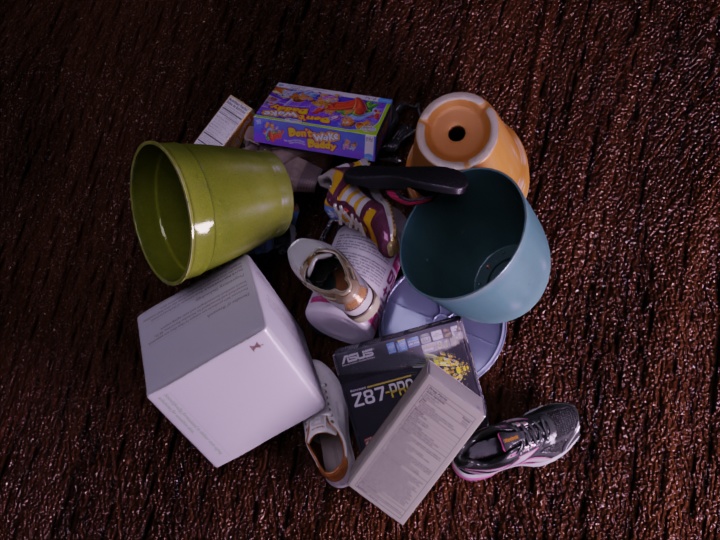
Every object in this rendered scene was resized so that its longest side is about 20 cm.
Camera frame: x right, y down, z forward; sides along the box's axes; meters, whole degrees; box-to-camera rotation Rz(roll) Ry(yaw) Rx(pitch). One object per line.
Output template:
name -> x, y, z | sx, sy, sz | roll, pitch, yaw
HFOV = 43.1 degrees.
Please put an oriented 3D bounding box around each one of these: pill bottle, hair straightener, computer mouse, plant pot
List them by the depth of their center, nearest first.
plant pot -> 0.179, -0.018, 1.298 | 0.198, 0.161, 0.204 | -19, 55, 29
plant pot -> -0.206, -0.097, 1.324 | 0.190, 0.201, 0.202 | -13, 63, -35
plant pot -> 0.157, -0.173, 1.395 | 0.196, 0.184, 0.204 | -4, 70, 11
pill bottle -> 0.000, 0.000, 1.401 | 0.111, 0.114, 0.203 | 14, 66, 16
computer mouse -> -0.051, 0.004, 1.461 | 0.057, 0.034, 0.204 | 2, 71, 14
hair straightener -> 0.042, -0.201, 1.513 | 0.077, 0.041, 0.201 | 35, 78, 20

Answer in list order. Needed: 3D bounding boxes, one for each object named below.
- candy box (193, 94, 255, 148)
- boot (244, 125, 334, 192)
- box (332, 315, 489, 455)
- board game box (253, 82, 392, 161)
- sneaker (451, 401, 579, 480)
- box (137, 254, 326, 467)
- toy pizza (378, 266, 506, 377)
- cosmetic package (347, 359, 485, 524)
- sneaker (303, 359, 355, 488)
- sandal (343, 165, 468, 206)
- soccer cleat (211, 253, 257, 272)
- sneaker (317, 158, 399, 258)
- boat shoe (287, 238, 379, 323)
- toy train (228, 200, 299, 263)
candy box -> -0.239, -0.177, 1.519 | 0.055, 0.116, 0.201 | 32, 81, 19
boot -> -0.116, -0.202, 1.484 | 0.144, 0.071, 0.201 | 19, 44, 5
box -> 0.075, 0.170, 1.333 | 0.196, 0.049, 0.164 | -15, 95, 9
board game box -> -0.057, -0.240, 1.456 | 0.196, 0.045, 0.135 | 10, 36, 8
sneaker -> 0.221, 0.245, 1.290 | 0.197, 0.086, 0.081 | -26, 70, 2
box -> -0.188, 0.134, 1.331 | 0.198, 0.200, 0.172 | -29, 41, 3
toy pizza -> 0.125, 0.084, 1.396 | 0.196, 0.032, 0.204 | -3, 71, 10
cosmetic package -> 0.078, 0.241, 1.283 | 0.103, 0.073, 0.201 | 36, 101, -2
sneaker -> -0.053, 0.218, 1.361 | 0.072, 0.085, 0.203 | -22, 64, 5
sandal -> 0.067, -0.119, 1.294 | 0.197, 0.075, 0.046 | 7, 114, 32
soccer cleat -> -0.199, 0.019, 1.474 | 0.080, 0.068, 0.203 | -17, 68, -6
sneaker -> -0.004, -0.083, 1.342 | 0.089, 0.076, 0.201 | -16, 43, -6
boat shoe -> -0.049, -0.002, 1.307 | 0.075, 0.068, 0.199 | -50, 45, -6
toy train -> -0.190, -0.073, 1.459 | 0.196, 0.087, 0.116 | -4, 62, -20
